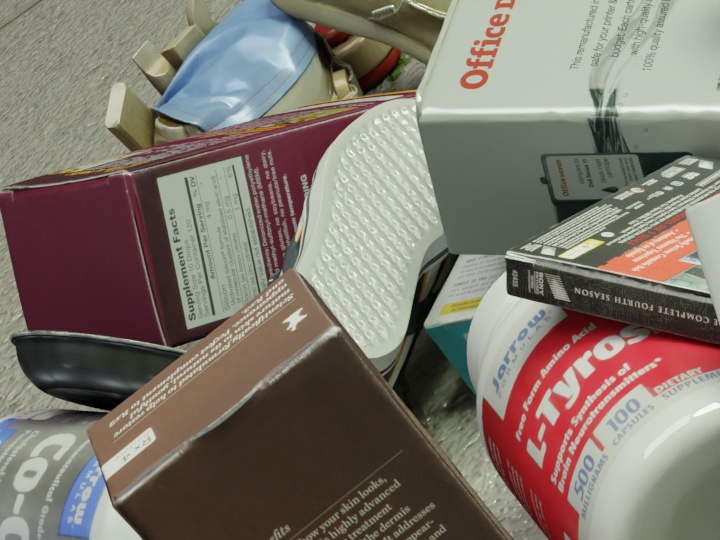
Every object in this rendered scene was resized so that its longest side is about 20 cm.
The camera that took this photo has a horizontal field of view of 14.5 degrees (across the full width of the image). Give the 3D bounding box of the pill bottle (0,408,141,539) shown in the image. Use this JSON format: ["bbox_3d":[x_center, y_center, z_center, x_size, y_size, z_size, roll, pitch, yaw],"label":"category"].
[{"bbox_3d":[-0.092,0.119,1.234,0.200,0.114,0.114,-1,44,53],"label":"pill bottle"}]

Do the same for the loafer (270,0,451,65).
[{"bbox_3d":[0.038,-0.154,1.495,0.199,0.068,0.076,14,47,19],"label":"loafer"}]

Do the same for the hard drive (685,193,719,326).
[{"bbox_3d":[0.193,0.052,0.918,0.132,0.201,0.026,-23,-15,29],"label":"hard drive"}]

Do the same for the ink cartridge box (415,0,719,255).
[{"bbox_3d":[0.138,-0.079,1.222,0.199,0.083,0.147,2,40,18],"label":"ink cartridge box"}]

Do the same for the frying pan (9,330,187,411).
[{"bbox_3d":[-0.103,0.053,1.307,0.190,0.115,0.031,105,174,-79],"label":"frying pan"}]

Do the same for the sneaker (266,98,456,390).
[{"bbox_3d":[0.000,0.000,1.296,0.200,0.078,0.080,-61,-4,-50],"label":"sneaker"}]

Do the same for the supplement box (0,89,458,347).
[{"bbox_3d":[-0.058,-0.024,1.365,0.200,0.086,0.110,-18,8,-39],"label":"supplement box"}]

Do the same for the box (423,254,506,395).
[{"bbox_3d":[0.106,-0.032,1.306,0.082,0.049,0.200,-14,34,40],"label":"box"}]

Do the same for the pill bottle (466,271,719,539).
[{"bbox_3d":[0.110,0.061,1.071,0.112,0.112,0.200,-38,25,-1],"label":"pill bottle"}]

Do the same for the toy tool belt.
[{"bbox_3d":[-0.059,-0.107,1.561,0.125,0.123,0.200,-10,36,44],"label":"toy tool belt"}]

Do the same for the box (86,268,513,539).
[{"bbox_3d":[0.001,0.109,1.027,0.100,0.200,0.075,-37,25,0],"label":"box"}]

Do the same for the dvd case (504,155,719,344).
[{"bbox_3d":[0.174,0.000,1.045,0.200,0.022,0.146,12,23,32],"label":"dvd case"}]
